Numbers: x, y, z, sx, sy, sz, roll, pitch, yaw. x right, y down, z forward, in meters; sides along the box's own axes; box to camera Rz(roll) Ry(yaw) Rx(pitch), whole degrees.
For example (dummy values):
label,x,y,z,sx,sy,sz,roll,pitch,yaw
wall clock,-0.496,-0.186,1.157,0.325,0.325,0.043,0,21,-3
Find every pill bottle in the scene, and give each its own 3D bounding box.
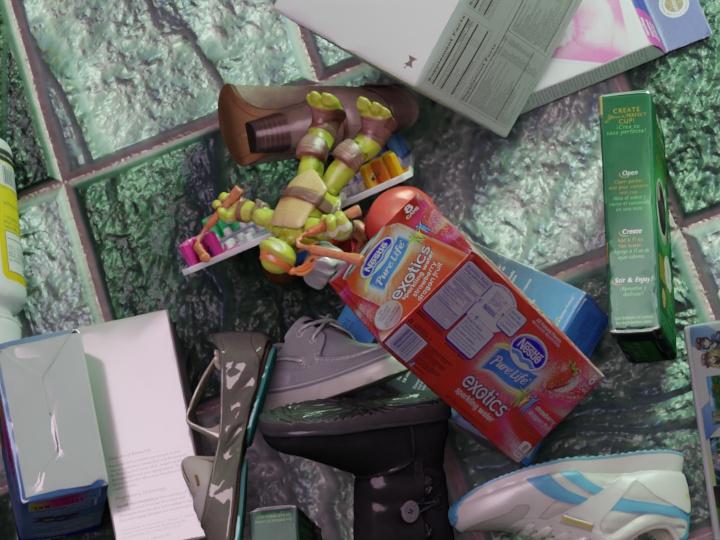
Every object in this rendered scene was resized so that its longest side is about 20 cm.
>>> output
label,x,y,z,sx,sy,sz,roll,pitch,yaw
pill bottle,-0.356,-0.013,1.832,0.114,0.114,0.200,-11,73,9

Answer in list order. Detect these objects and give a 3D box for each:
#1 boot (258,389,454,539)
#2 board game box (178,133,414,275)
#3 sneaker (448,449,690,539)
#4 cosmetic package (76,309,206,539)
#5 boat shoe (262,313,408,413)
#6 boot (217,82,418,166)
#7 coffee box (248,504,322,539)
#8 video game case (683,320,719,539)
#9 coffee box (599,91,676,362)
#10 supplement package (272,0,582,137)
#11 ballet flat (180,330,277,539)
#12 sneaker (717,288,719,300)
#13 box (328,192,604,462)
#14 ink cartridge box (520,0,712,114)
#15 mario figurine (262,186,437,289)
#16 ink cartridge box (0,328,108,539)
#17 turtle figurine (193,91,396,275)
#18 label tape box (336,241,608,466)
label,x,y,z,sx,sy,sz,roll,pitch,yaw
boot,0.000,0.204,1.656,0.165,0.066,0.200,-4,101,-21
board game box,-0.051,-0.059,1.737,0.200,0.200,0.026,-23,97,5
sneaker,0.170,0.194,1.658,0.200,0.077,0.081,-6,76,-10
cosmetic package,-0.176,0.146,1.749,0.085,0.108,0.200,-14,72,-2
boat shoe,-0.043,0.074,1.721,0.201,0.070,0.072,-14,89,43
boot,-0.036,-0.133,1.793,0.146,0.200,0.070,-11,107,-13
coffee box,-0.052,0.299,1.679,0.044,0.123,0.200,-7,72,7
video game case,0.356,0.129,1.637,0.182,0.022,0.200,-10,85,30
coffee box,0.228,-0.034,1.701,0.044,0.123,0.200,-4,76,14
supplement package,0.062,-0.226,1.715,0.152,0.200,0.151,31,96,26
ballet flat,-0.113,0.144,1.674,0.064,0.067,0.200,9,72,1
sneaker,0.364,0.074,1.684,0.087,0.075,0.200,-39,67,14
box,0.082,0.046,1.576,0.100,0.200,0.095,-45,41,4
ink cartridge box,0.180,-0.258,1.821,0.200,0.043,0.196,-23,71,7
mario figurine,0.000,0.000,1.674,0.123,0.200,0.106,-41,107,-26
ink cartridge box,-0.261,0.147,1.736,0.076,0.200,0.137,-10,73,-11
turtle figurine,-0.032,-0.056,1.590,0.200,0.064,0.161,6,62,51
label tape box,0.087,0.055,1.737,0.200,0.063,0.144,26,82,35
